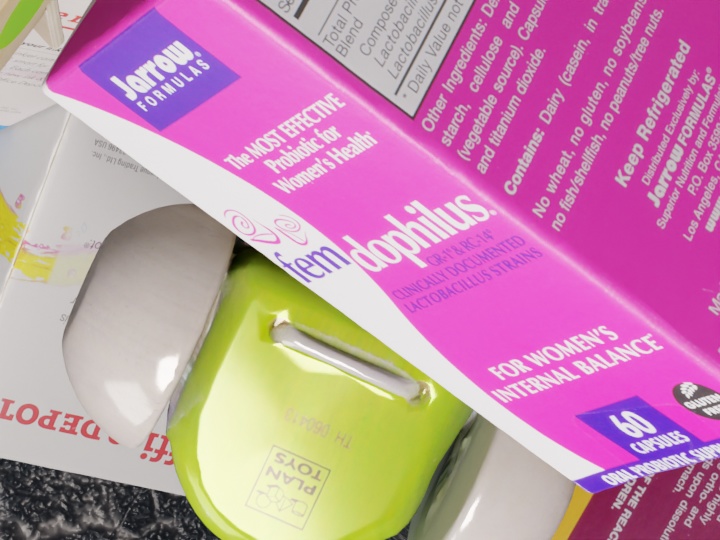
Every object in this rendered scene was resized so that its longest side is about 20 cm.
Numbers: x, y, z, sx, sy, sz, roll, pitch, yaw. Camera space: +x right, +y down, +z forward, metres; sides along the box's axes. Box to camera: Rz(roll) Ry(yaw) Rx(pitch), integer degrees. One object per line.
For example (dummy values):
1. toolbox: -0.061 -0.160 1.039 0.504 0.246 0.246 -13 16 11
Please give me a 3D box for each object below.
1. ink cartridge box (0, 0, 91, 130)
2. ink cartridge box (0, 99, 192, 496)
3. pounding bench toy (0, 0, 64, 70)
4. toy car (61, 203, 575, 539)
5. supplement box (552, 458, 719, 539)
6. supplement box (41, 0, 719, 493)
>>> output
1. ink cartridge box: -0.135 -0.108 0.886 0.199 0.068 0.115 -19 161 41
2. ink cartridge box: -0.114 -0.028 1.037 0.145 0.201 0.144 18 -173 -41
3. pounding bench toy: -0.177 -0.118 0.710 0.199 0.156 0.124 36 171 3
4. toy car: 0.000 0.000 0.843 0.174 0.201 0.150 23 180 -10
5. supplement box: 0.184 0.124 0.934 0.199 0.104 0.131 32 -178 38
6. supplement box: 0.033 -0.041 0.653 0.199 0.104 0.101 37 153 -16
